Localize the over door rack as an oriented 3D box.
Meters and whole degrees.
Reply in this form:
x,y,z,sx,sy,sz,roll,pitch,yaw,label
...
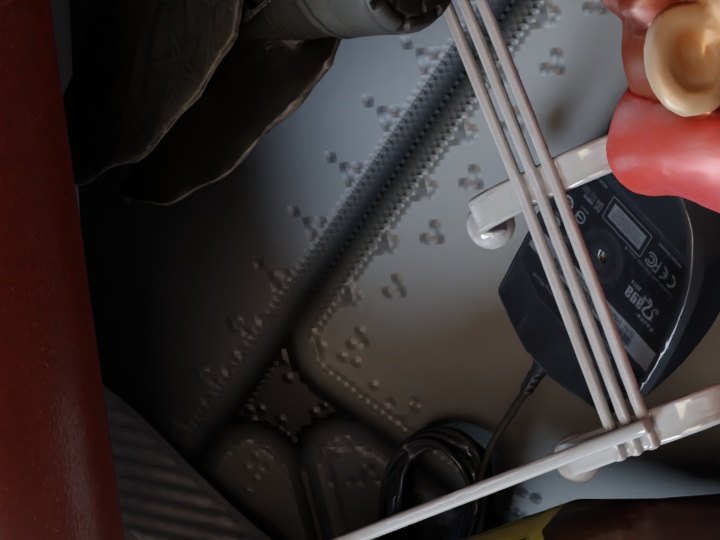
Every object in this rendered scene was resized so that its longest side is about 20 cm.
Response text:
x,y,z,sx,sy,sz,roll,pitch,yaw,label
0.000,0.000,0.743,0.200,0.067,0.148,-24,84,33,over door rack

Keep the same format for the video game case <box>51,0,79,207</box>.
x,y,z,sx,sy,sz,roll,pitch,yaw,label
-0.137,-0.008,0.793,0.182,0.022,0.200,22,120,45,video game case

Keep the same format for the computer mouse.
x,y,z,sx,sy,sz,roll,pitch,yaw,label
0.054,0.034,0.780,0.059,0.034,0.200,51,134,23,computer mouse

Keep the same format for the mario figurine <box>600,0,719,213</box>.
x,y,z,sx,sy,sz,roll,pitch,yaw,label
0.090,-0.103,0.636,0.200,0.123,0.106,63,155,-5,mario figurine

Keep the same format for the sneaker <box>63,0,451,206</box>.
x,y,z,sx,sy,sz,roll,pitch,yaw,label
-0.025,-0.119,0.688,0.104,0.060,0.200,-4,78,41,sneaker

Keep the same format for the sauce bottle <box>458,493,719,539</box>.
x,y,z,sx,sy,sz,roll,pitch,yaw,label
0.054,0.098,0.753,0.200,0.066,0.066,-18,108,0,sauce bottle

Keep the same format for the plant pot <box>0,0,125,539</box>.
x,y,z,sx,sy,sz,roll,pitch,yaw,label
-0.145,-0.003,0.639,0.201,0.201,0.196,-6,104,25,plant pot

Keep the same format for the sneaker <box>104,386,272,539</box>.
x,y,z,sx,sy,sz,roll,pitch,yaw,label
-0.051,0.122,0.840,0.200,0.078,0.079,45,119,11,sneaker
